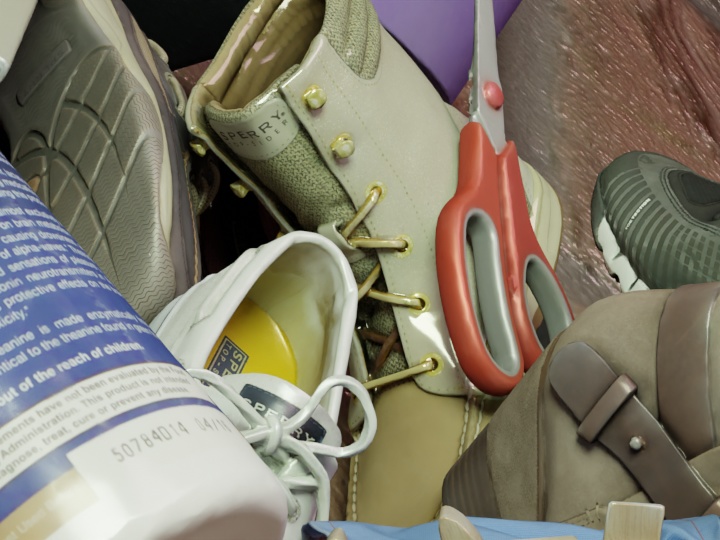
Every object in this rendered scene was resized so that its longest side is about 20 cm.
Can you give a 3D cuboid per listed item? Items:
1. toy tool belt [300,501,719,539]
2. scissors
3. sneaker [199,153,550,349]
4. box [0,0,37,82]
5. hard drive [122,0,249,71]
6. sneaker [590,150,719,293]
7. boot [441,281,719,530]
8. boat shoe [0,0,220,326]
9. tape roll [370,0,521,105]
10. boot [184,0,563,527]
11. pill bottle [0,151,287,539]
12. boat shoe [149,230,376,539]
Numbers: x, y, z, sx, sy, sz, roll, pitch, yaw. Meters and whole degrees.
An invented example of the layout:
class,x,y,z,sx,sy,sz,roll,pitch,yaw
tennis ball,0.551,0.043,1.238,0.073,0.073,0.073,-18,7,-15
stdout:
class,x,y,z,sx,sy,sz,roll,pitch,yaw
toy tool belt,0.033,0.100,0.751,0.199,0.124,0.125,2,10,-21
scissors,0.042,-0.052,0.970,0.073,0.014,0.201,12,64,-51
sneaker,-0.003,0.006,1.071,0.200,0.075,0.116,49,44,-22
box,-0.156,-0.092,0.919,0.078,0.095,0.200,36,20,-14
hard drive,-0.103,-0.148,1.055,0.200,0.134,0.042,45,46,-38
sneaker,0.149,0.005,0.875,0.066,0.091,0.200,-5,37,-36
boot,0.101,0.106,0.853,0.070,0.146,0.201,-15,79,-46
boat shoe,-0.081,-0.040,0.982,0.073,0.074,0.200,30,27,-36
tape roll,-0.021,-0.159,1.200,0.200,0.085,0.200,35,-5,3
boot,0.000,0.000,0.957,0.155,0.072,0.201,47,39,-34
pill bottle,-0.119,0.024,0.726,0.200,0.111,0.111,48,21,21
boat shoe,-0.035,0.056,0.813,0.075,0.086,0.202,40,35,-13
